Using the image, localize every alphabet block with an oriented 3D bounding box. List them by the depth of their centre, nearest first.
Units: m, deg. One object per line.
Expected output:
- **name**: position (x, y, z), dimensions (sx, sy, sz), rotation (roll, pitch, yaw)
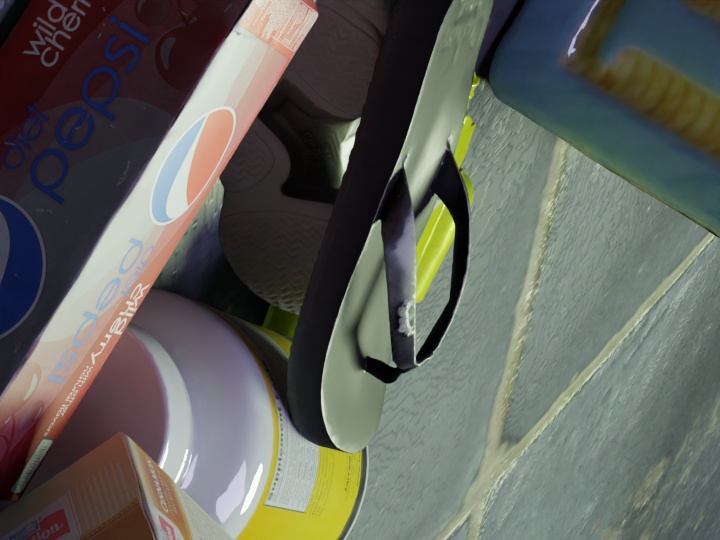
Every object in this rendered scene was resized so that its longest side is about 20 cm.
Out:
- **alphabet block**: position (0.206, -0.110, 1.384), dimensions (0.197, 0.195, 0.200), rotation (-57, 163, 4)

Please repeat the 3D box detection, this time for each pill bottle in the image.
- **pill bottle**: position (-0.075, 0.066, 1.075), dimensions (0.112, 0.112, 0.200), rotation (-58, 161, 2)

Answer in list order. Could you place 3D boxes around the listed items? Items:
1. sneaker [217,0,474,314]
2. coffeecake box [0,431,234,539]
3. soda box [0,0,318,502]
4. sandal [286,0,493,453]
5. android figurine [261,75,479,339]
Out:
- **sneaker**: position (-0.005, -0.086, 1.082), dimensions (0.114, 0.075, 0.201), rotation (-56, 159, -44)
- **coffeecake box**: position (-0.083, 0.172, 0.992), dimensions (0.153, 0.073, 0.200), rotation (-34, 131, 8)
- **soda box**: position (-0.097, -0.026, 0.934), dimensions (0.200, 0.070, 0.063), rotation (-57, 162, 2)
- **sandal**: position (0.017, -0.015, 1.027), dimensions (0.076, 0.043, 0.201), rotation (-42, 151, -57)
- **android figurine**: position (0.000, 0.000, 1.249), dimensions (0.201, 0.041, 0.182), rotation (-65, 169, 26)
